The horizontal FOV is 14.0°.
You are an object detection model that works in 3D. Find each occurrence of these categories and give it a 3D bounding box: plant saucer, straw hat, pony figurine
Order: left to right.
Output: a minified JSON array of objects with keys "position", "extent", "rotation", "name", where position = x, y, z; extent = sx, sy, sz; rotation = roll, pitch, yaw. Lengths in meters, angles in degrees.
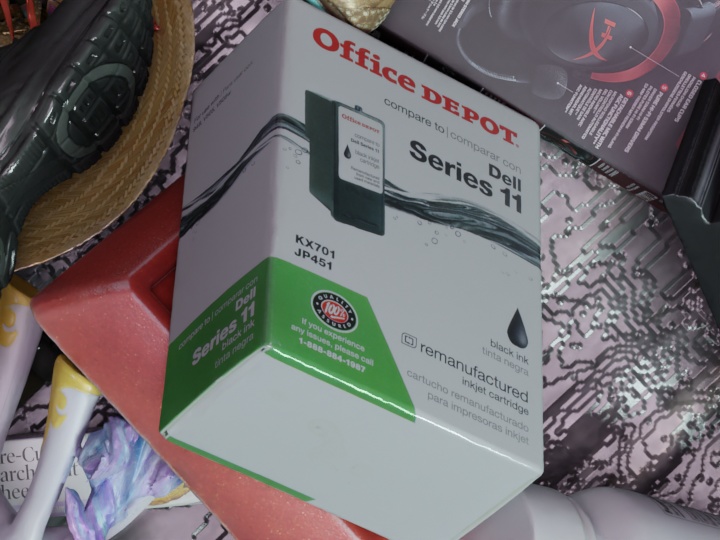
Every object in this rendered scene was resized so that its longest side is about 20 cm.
[{"position":[-0.164,-0.079,1.342],"extent":[0.201,0.085,0.202],"rotation":[-1,73,2],"name":"straw hat"},{"position":[-0.155,0.130,1.292],"extent":[0.193,0.166,0.200],"rotation":[36,102,20],"name":"pony figurine"},{"position":[-0.022,0.037,1.305],"extent":[0.200,0.200,0.037],"rotation":[47,129,0],"name":"plant saucer"}]

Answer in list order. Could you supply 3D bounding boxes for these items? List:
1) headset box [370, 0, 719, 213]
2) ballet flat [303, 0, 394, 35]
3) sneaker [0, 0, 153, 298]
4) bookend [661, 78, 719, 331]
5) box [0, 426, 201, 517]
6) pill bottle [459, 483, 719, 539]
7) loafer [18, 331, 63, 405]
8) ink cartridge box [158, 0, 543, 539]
[{"position":[0.118,-0.128,1.358],"extent":[0.200,0.075,0.149],"rotation":[30,90,-1],"name":"headset box"},{"position":[-0.047,-0.188,1.272],"extent":[0.065,0.071,0.200],"rotation":[-43,116,2],"name":"ballet flat"},{"position":[-0.165,-0.060,1.257],"extent":[0.091,0.076,0.200],"rotation":[30,72,21],"name":"sneaker"},{"position":[0.263,0.004,1.274],"extent":[0.198,0.092,0.200],"rotation":[-12,122,28],"name":"bookend"},{"position":[-0.097,0.091,1.370],"extent":[0.199,0.039,0.042],"rotation":[-4,90,-2],"name":"box"},{"position":[0.134,0.161,1.305],"extent":[0.200,0.113,0.114],"rotation":[16,89,-26],"name":"pill bottle"},{"position":[-0.232,0.006,1.350],"extent":[0.200,0.073,0.071],"rotation":[36,90,0],"name":"loafer"},{"position":[0.000,0.000,1.259],"extent":[0.146,0.083,0.200],"rotation":[25,45,-26],"name":"ink cartridge box"}]
